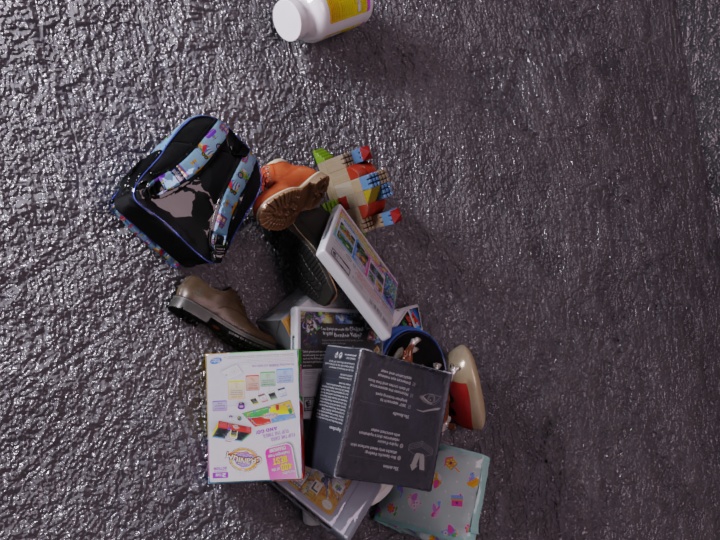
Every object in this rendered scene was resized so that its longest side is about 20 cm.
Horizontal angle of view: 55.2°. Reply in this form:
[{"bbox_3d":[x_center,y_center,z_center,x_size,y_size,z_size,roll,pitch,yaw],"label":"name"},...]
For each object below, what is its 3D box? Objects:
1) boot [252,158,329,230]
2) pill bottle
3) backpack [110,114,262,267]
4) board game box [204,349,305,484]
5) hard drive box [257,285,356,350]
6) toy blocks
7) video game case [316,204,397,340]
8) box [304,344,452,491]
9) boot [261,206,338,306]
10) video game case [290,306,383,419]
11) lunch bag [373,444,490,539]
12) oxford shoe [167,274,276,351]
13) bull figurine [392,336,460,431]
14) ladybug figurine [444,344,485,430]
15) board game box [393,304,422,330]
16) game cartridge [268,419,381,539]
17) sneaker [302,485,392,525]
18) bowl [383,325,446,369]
[{"bbox_3d":[-0.143,-0.135,1.174,0.106,0.076,0.200,29,31,12],"label":"boot"},{"bbox_3d":[-0.071,-0.496,1.305,0.199,0.104,0.105,-36,107,-40],"label":"pill bottle"},{"bbox_3d":[-0.257,-0.128,1.061,0.182,0.134,0.201,43,58,-29],"label":"backpack"},{"bbox_3d":[-0.167,0.229,1.092,0.151,0.040,0.203,-2,84,2],"label":"board game box"},{"bbox_3d":[-0.064,0.099,1.241,0.200,0.076,0.157,-41,111,-38],"label":"hard drive box"},{"bbox_3d":[0.001,-0.150,1.297,0.099,0.136,0.202,-25,100,-41],"label":"toy blocks"},{"bbox_3d":[0.000,0.000,1.228,0.201,0.024,0.183,53,23,-20],"label":"video game case"},{"bbox_3d":[0.029,0.242,1.134,0.195,0.117,0.202,19,77,-31],"label":"box"},{"bbox_3d":[-0.067,-0.039,1.217,0.138,0.078,0.201,-14,64,-46],"label":"boot"},{"bbox_3d":[-0.037,0.158,1.192,0.198,0.023,0.184,5,82,-41],"label":"video game case"},{"bbox_3d":[0.147,0.420,1.295,0.122,0.198,0.172,40,58,-41],"label":"lunch bag"},{"bbox_3d":[-0.208,0.072,1.119,0.200,0.072,0.085,38,58,-32],"label":"oxford shoe"},{"bbox_3d":[0.125,0.219,1.304,0.200,0.065,0.122,40,59,-30],"label":"bull figurine"},{"bbox_3d":[0.214,0.253,1.448,0.071,0.136,0.202,-14,112,1],"label":"ladybug figurine"},{"bbox_3d":[0.082,0.179,1.389,0.125,0.034,0.203,-11,91,-41],"label":"board game box"},{"bbox_3d":[-0.065,0.348,1.178,0.199,0.042,0.134,39,60,-1],"label":"game cartridge"},{"bbox_3d":[-0.020,0.384,1.240,0.199,0.072,0.086,-10,93,-41],"label":"sneaker"},{"bbox_3d":[0.095,0.208,1.347,0.199,0.039,0.203,7,79,-40],"label":"bowl"}]
